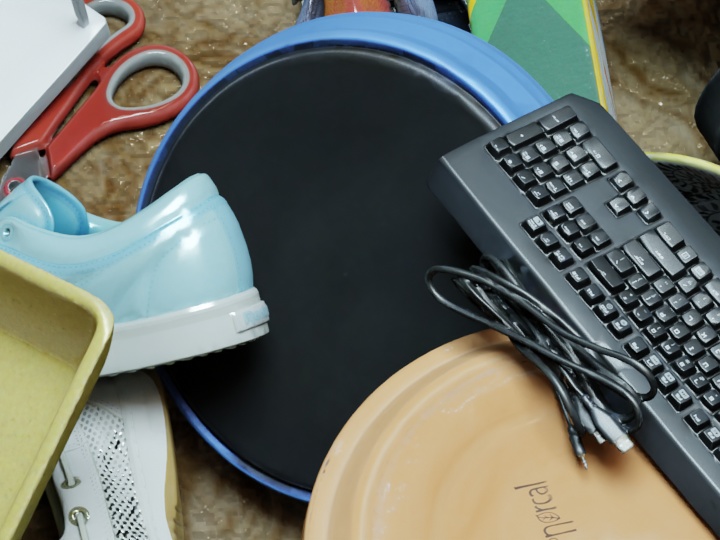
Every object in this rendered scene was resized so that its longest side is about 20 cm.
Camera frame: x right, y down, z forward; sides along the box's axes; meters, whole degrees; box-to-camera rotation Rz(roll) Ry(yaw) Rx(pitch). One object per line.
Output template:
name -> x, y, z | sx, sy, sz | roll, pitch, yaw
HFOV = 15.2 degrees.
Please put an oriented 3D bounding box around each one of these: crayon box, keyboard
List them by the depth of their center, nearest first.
keyboard -> 0.103, 0.019, 0.943 | 0.104, 0.040, 0.200 | -30, 65, -23
crayon box -> 0.077, -0.103, 1.151 | 0.052, 0.126, 0.200 | -10, 58, 8

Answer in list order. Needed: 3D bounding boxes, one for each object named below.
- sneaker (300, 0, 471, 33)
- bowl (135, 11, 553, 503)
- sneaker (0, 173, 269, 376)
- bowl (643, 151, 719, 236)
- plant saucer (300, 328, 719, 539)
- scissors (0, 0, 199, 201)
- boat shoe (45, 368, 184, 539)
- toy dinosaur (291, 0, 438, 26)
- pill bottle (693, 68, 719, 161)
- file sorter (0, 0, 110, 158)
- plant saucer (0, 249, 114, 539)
sneaker -> 0.008, -0.149, 1.205 | 0.078, 0.079, 0.200 | -12, 62, -14
bowl -> 0.000, 0.000, 1.056 | 0.201, 0.201, 0.039 | 36, 20, 15
sneaker -> -0.135, 0.006, 1.058 | 0.200, 0.074, 0.082 | -12, 91, 14
bowl -> 0.152, 0.045, 1.061 | 0.094, 0.201, 0.201 | -15, 58, -43
plant saucer -> 0.079, 0.102, 0.930 | 0.200, 0.032, 0.200 | 3, 56, -5
scissors -> -0.148, -0.045, 1.162 | 0.073, 0.014, 0.200 | 36, 62, 12
boat shoe -> -0.099, 0.128, 1.030 | 0.069, 0.071, 0.200 | -5, 50, -9
toy dinosaur -> -0.011, -0.054, 1.104 | 0.105, 0.200, 0.182 | -9, 58, 18
pill bottle -> 0.228, -0.011, 1.125 | 0.112, 0.112, 0.200 | -23, 65, -19
file sorter -> -0.231, -0.130, 1.123 | 0.200, 0.125, 0.139 | 36, 74, 14
plant saucer -> -0.195, 0.073, 1.004 | 0.200, 0.048, 0.200 | 25, 88, 30
